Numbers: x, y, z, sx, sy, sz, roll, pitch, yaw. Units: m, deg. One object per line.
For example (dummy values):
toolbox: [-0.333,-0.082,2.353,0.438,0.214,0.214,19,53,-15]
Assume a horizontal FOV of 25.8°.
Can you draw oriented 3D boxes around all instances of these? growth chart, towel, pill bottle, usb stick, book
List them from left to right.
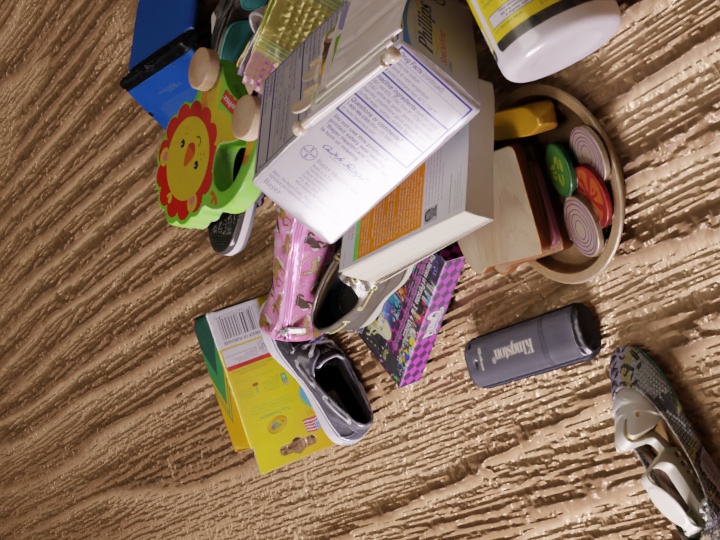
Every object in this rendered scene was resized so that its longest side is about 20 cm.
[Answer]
towel: [-0.017,-0.206,1.553,0.198,0.023,0.145,29,121,3]
growth chart: [0.003,-0.210,1.359,0.018,0.201,0.144,38,136,-23]
book: [0.053,-0.082,1.472,0.199,0.048,0.135,-28,53,54]
pill bottle: [0.131,-0.272,1.327,0.112,0.112,0.202,-39,72,56]
usb stick: [0.164,0.075,1.526,0.199,0.032,0.056,-25,85,59]

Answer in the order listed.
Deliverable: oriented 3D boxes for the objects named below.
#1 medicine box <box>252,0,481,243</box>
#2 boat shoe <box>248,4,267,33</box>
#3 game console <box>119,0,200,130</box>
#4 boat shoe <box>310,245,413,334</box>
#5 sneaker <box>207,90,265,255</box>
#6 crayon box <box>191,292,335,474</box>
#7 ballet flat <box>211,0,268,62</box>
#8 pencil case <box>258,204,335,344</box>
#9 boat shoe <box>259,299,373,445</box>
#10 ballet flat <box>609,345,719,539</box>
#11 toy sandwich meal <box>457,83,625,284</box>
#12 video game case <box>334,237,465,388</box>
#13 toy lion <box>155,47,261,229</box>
medicine box: [0.004,-0.160,1.437,0.200,0.103,0.183,-40,26,25]
boat shoe: [-0.065,-0.201,1.707,0.071,0.069,0.202,-38,73,57]
game console: [-0.209,-0.270,1.947,0.171,0.119,0.199,45,153,-17]
boat shoe: [0.002,0.002,1.645,0.072,0.060,0.202,57,146,22]
sneaker: [-0.101,-0.103,1.760,0.083,0.120,0.203,-5,70,50]
crayon box: [-0.112,0.133,1.895,0.051,0.126,0.202,-20,88,59]
ballet flat: [-0.133,-0.298,1.780,0.069,0.067,0.202,51,133,46]
pencil case: [-0.063,-0.015,1.722,0.087,0.082,0.202,51,142,43]
boat shoe: [-0.049,0.107,1.837,0.201,0.071,0.068,60,149,14]
ballet flat: [0.263,0.157,1.379,0.202,0.071,0.072,60,146,20]
toy sandwich meal: [0.156,-0.073,1.428,0.205,0.070,0.207,32,131,46]
video game case: [0.029,-0.005,1.693,0.182,0.036,0.201,52,143,31]
toy lion: [-0.158,-0.126,1.699,0.200,0.068,0.193,47,119,49]
